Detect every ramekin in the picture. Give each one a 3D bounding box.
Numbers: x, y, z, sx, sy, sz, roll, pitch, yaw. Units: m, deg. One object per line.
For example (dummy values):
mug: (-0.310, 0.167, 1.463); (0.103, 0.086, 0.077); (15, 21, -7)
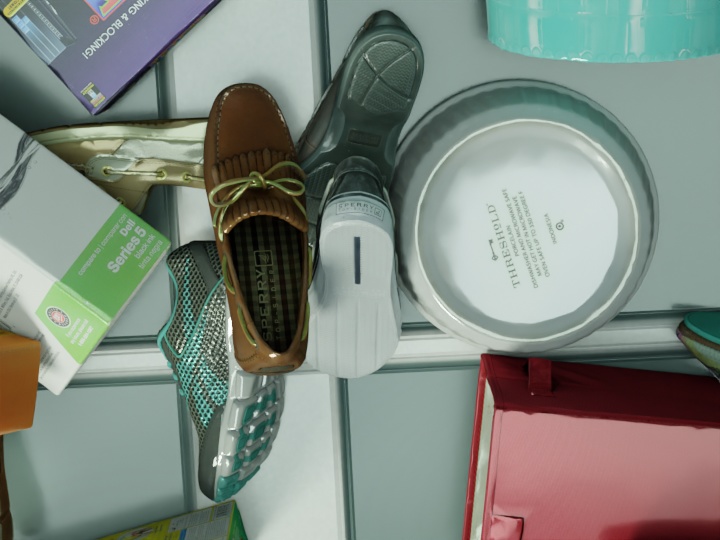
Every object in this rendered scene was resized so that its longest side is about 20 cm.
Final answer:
ramekin: (0.114, -0.033, 1.352); (0.202, 0.094, 0.203); (0, 98, 0)

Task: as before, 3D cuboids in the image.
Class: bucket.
bucket: (0.173, -0.220, 1.275); (0.207, 0.207, 0.135); (-1, 108, 1)

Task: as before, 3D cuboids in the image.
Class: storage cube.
storage cube: (0.167, 0.164, 1.341); (0.179, 0.171, 0.200); (6, 98, 0)

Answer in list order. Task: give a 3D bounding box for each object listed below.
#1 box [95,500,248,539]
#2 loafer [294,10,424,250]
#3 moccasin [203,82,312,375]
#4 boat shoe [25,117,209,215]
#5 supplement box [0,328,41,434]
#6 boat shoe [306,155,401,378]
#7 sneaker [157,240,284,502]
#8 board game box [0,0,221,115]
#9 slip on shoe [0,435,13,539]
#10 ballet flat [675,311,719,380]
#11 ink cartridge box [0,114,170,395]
box: (-0.182, 0.230, 1.382); (0.200, 0.117, 0.048); (-15, 102, 3)
loafer: (-0.009, -0.091, 1.364); (0.072, 0.063, 0.200); (18, 116, -16)
moccasin: (-0.069, -0.032, 1.292); (0.073, 0.078, 0.202); (2, 74, -11)
boat shoe: (-0.160, -0.072, 1.361); (0.200, 0.074, 0.067); (-3, 93, 1)
supplement box: (-0.317, 0.059, 1.338); (0.200, 0.066, 0.069); (13, 103, 32)
boat shoe: (0.000, 0.000, 1.341); (0.072, 0.071, 0.200); (10, 143, -1)
sneaker: (-0.105, 0.067, 1.390); (0.091, 0.078, 0.200); (13, 105, 25)
board game box: (-0.169, -0.236, 1.347); (0.200, 0.057, 0.165); (-43, 94, 6)
slip on shoe: (-0.292, 0.156, 1.367); (0.060, 0.076, 0.200); (-13, 68, 17)
ballet flat: (0.324, 0.075, 1.384); (0.200, 0.069, 0.071); (4, 118, 0)
ink cartridge box: (-0.249, -0.024, 1.326); (0.200, 0.146, 0.084); (38, 58, -5)
